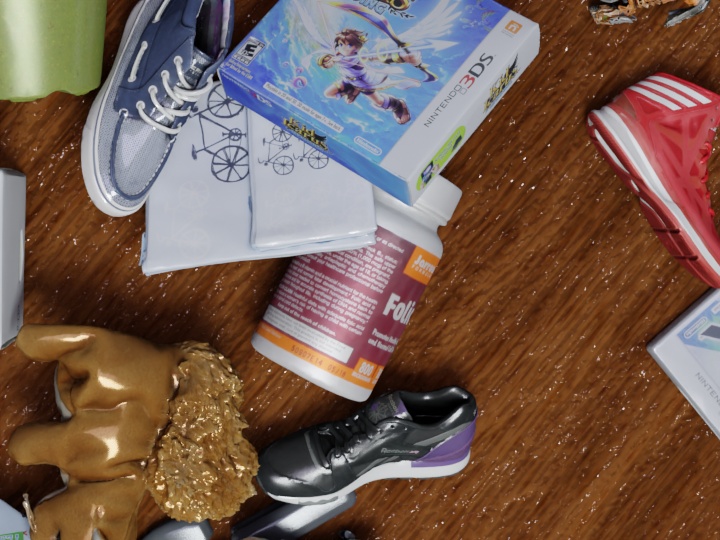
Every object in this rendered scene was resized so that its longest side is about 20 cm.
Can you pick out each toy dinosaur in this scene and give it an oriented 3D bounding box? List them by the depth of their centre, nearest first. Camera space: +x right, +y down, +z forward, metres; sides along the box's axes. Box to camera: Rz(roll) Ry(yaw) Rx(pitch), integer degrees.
[{"bbox_3d":[0.281,-0.294,1.143,0.200,0.102,0.136,-29,93,5],"label":"toy dinosaur"}]

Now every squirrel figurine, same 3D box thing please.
[{"bbox_3d":[-0.182,0.152,1.059,0.200,0.142,0.187,2,71,-1],"label":"squirrel figurine"}]

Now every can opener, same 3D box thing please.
[{"bbox_3d":[-0.100,0.226,1.153,0.200,0.053,0.067,-24,97,-6],"label":"can opener"}]

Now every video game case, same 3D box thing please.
[{"bbox_3d":[0.015,-0.174,1.083,0.200,0.045,0.181,33,70,20],"label":"video game case"},{"bbox_3d":[0.396,0.075,1.224,0.200,0.022,0.182,-41,97,-4],"label":"video game case"}]

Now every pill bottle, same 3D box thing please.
[{"bbox_3d":[0.000,0.000,1.122,0.114,0.114,0.200,27,90,-8],"label":"pill bottle"}]

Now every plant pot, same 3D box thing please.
[{"bbox_3d":[-0.277,-0.237,1.052,0.200,0.200,0.190,-3,106,-7],"label":"plant pot"}]

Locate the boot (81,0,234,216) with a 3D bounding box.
[{"bbox_3d":[-0.161,-0.143,1.060,0.073,0.090,0.200,24,69,-40],"label":"boot"}]

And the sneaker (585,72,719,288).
[{"bbox_3d":[0.303,-0.089,1.176,0.115,0.078,0.200,-37,98,-3],"label":"sneaker"}]

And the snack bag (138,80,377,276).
[{"bbox_3d":[-0.090,-0.094,1.094,0.200,0.021,0.189,-7,64,6],"label":"snack bag"}]

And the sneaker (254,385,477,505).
[{"bbox_3d":[0.004,0.137,1.129,0.200,0.076,0.088,-10,137,-19],"label":"sneaker"}]

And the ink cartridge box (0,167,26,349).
[{"bbox_3d":[-0.376,-0.013,1.058,0.200,0.145,0.146,1,93,-8],"label":"ink cartridge box"}]

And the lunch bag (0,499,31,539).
[{"bbox_3d":[-0.304,0.315,1.090,0.170,0.124,0.200,38,121,-9],"label":"lunch bag"}]

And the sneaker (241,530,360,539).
[{"bbox_3d":[-0.036,0.246,1.102,0.118,0.200,0.074,-23,69,-9],"label":"sneaker"}]
